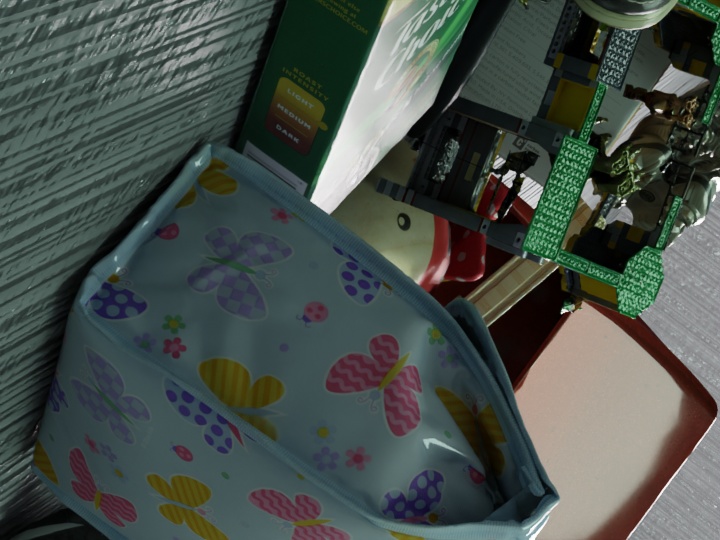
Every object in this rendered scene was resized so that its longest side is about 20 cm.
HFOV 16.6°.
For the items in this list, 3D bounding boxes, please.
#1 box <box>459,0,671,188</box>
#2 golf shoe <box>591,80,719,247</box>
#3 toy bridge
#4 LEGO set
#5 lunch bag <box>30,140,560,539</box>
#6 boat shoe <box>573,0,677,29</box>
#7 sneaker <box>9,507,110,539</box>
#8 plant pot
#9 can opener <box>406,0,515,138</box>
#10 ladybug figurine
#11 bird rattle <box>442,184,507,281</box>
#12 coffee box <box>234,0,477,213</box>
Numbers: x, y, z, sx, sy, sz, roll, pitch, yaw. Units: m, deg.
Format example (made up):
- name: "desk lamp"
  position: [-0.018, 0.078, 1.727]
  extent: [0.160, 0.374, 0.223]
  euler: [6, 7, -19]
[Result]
- name: "box"
  position: [0.132, -0.144, 1.328]
  extent: [0.200, 0.097, 0.124]
  euler: [-55, 178, 5]
- name: "golf shoe"
  position: [0.204, -0.084, 1.302]
  extent: [0.097, 0.078, 0.200]
  euler: [-52, -163, -28]
- name: "toy bridge"
  position: [0.057, 0.028, 1.339]
  extent: [0.200, 0.027, 0.067]
  euler: [-41, 177, 3]
- name: "LEGO set"
  position: [0.095, -0.082, 1.214]
  extent: [0.153, 0.116, 0.201]
  euler: [6, 103, -49]
- name: "lunch bag"
  position: [-0.022, 0.071, 1.015]
  extent: [0.127, 0.200, 0.170]
  euler: [-48, 170, -30]
- name: "boat shoe"
  position: [0.139, -0.208, 1.125]
  extent: [0.065, 0.073, 0.201]
  euler: [102, 3, -71]
- name: "sneaker"
  position: [-0.134, 0.144, 1.185]
  extent: [0.080, 0.074, 0.200]
  euler: [-54, -178, -30]
- name: "plant pot"
  position: [0.113, 0.081, 1.625]
  extent: [0.200, 0.176, 0.200]
  euler: [-55, -149, 12]
- name: "can opener"
  position: [0.054, -0.136, 1.108]
  extent: [0.200, 0.063, 0.079]
  euler: [-48, -156, 36]
- name: "ladybug figurine"
  position: [0.000, 0.000, 1.304]
  extent: [0.136, 0.072, 0.200]
  euler: [-53, 172, -6]
- name: "bird rattle"
  position: [0.034, -0.018, 1.486]
  extent: [0.163, 0.112, 0.201]
  euler: [-62, 168, -49]
- name: "coffee box"
  position: [0.007, -0.100, 1.013]
  extent: [0.123, 0.044, 0.200]
  euler: [-48, 170, -33]
